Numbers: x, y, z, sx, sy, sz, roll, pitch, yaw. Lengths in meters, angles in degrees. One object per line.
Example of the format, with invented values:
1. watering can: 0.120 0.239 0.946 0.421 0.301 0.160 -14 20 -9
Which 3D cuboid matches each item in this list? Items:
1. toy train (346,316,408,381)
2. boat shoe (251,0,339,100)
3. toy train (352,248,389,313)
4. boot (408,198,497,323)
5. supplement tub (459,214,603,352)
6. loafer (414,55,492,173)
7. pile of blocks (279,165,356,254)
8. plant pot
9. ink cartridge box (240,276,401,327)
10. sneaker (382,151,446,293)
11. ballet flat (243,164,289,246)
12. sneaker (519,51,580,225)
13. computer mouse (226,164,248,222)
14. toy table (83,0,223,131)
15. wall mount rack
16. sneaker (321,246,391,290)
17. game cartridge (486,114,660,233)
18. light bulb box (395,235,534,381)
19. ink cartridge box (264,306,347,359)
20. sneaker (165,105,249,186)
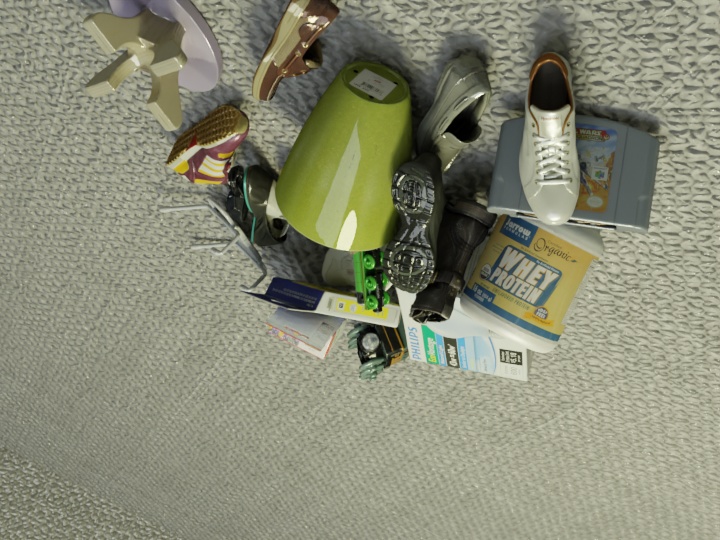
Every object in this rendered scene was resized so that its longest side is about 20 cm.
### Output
1. toy train: 0.040 0.130 1.676 0.112 0.086 0.200 -20 166 -5
2. boat shoe: -0.082 -0.279 1.256 0.071 0.073 0.200 29 139 -8
3. toy train: 0.008 -0.036 1.464 0.056 0.041 0.204 6 105 40
4. boot: 0.110 -0.010 1.372 0.068 0.176 0.200 26 175 -13
5. supplement tub: 0.232 -0.010 1.292 0.143 0.203 0.145 25 -173 -3
6. loafer: 0.119 -0.184 1.253 0.070 0.069 0.201 60 157 26
7. pile of blocks: -0.043 -0.097 1.443 0.200 0.062 0.083 46 166 30
8. plant pot: -0.004 -0.163 1.289 0.184 0.188 0.202 21 132 2
9. ink cartridge box: -0.066 0.045 1.579 0.197 0.048 0.197 15 179 -30
10. sneaker: 0.081 -0.062 1.290 0.075 0.091 0.203 19 125 16
11. ballet flat: -0.142 -0.102 1.538 0.067 0.069 0.201 9 155 3
12. sneaker: 0.217 -0.152 1.143 0.071 0.085 0.204 -3 97 15
13. computer mouse: -0.194 -0.119 1.495 0.033 0.060 0.200 12 168 0
14. toy table: -0.278 -0.291 1.308 0.182 0.118 0.200 -18 128 43
15. wall mount rack: -0.242 -0.053 1.640 0.173 0.075 0.201 39 167 37
16. sneaker: 0.000 0.000 1.552 0.074 0.101 0.199 28 148 -30
17. game cartridge: 0.263 -0.124 1.207 0.196 0.136 0.042 8 174 15
18. light bulb box: 0.171 0.051 1.503 0.197 0.126 0.200 9 144 18
19. ink cartridge box: -0.094 0.097 1.655 0.108 0.200 0.051 26 110 5
20. sneaker: -0.208 -0.181 1.465 0.090 0.076 0.198 34 152 -30
